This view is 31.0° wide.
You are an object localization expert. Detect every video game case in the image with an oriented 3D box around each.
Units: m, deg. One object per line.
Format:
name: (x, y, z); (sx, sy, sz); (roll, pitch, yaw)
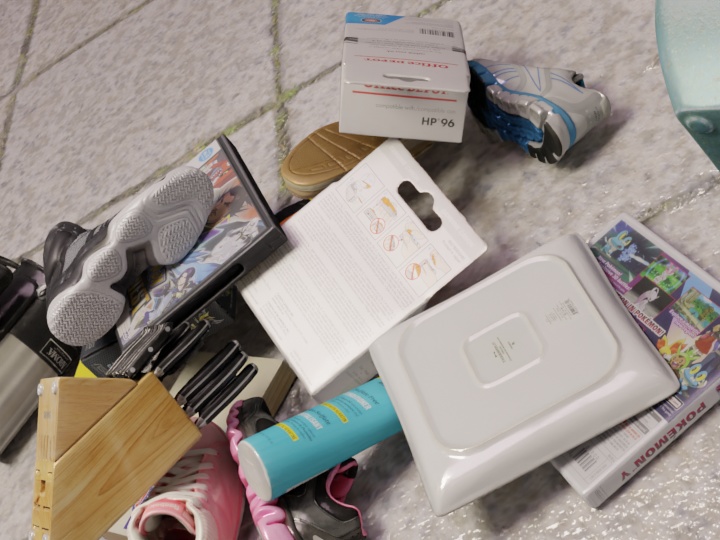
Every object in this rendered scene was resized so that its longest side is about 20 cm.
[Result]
video game case: (0.189, 0.060, 0.983); (0.182, 0.023, 0.200); (-41, 35, 0)
video game case: (-0.170, -0.026, 1.235); (0.180, 0.026, 0.200); (-39, 36, 4)

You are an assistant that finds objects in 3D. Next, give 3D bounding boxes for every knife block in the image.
knife block: (-0.172, 0.138, 1.055); (0.064, 0.174, 0.202); (-12, 74, 63)

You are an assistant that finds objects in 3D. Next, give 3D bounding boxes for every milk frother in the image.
milk frother: (-0.418, 0.067, 1.410); (0.199, 0.181, 0.189); (16, 63, 47)

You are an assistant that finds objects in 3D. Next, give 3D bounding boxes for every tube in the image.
tube: (-0.001, 0.119, 1.036); (0.199, 0.051, 0.077); (-24, 33, -28)

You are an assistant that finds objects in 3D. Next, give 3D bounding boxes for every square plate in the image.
square plate: (0.111, 0.066, 0.983); (0.197, 0.029, 0.201); (-29, 39, 5)

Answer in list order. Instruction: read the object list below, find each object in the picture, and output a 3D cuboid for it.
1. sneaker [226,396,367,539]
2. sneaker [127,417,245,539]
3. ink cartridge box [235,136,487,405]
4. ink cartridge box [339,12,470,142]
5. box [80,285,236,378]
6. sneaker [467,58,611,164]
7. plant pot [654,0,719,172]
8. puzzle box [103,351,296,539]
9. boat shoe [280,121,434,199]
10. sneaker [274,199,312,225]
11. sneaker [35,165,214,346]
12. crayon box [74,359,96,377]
sneaker: (-0.050, 0.168, 1.064); (0.095, 0.079, 0.200); (-24, 38, -4)
sneaker: (-0.141, 0.188, 1.059); (0.075, 0.105, 0.201); (-10, 50, 6)
ink cartridge box: (0.000, 0.000, 1.155); (0.200, 0.050, 0.161); (-39, 58, 2)
ink cartridge box: (0.038, -0.173, 1.194); (0.115, 0.068, 0.200); (4, 27, -1)
box: (-0.196, 0.003, 1.295); (0.157, 0.051, 0.201); (-27, 38, 20)
sneaker: (0.165, -0.161, 1.221); (0.086, 0.075, 0.200); (-28, 33, -13)
plant pot: (0.332, -0.168, 0.963); (0.195, 0.196, 0.201); (4, 64, 45)
puzzle box: (-0.154, 0.165, 1.192); (0.132, 0.025, 0.201); (2, 54, 44)
boat shoe: (0.008, -0.110, 1.259); (0.199, 0.070, 0.074); (-31, 50, -30)
sneaker: (-0.039, -0.046, 1.272); (0.199, 0.070, 0.091); (-22, 42, 28)
sneaker: (-0.228, -0.031, 1.207); (0.200, 0.075, 0.114); (-48, 39, -3)
crayon box: (-0.216, 0.042, 1.361); (0.126, 0.051, 0.201); (-16, 41, 31)
